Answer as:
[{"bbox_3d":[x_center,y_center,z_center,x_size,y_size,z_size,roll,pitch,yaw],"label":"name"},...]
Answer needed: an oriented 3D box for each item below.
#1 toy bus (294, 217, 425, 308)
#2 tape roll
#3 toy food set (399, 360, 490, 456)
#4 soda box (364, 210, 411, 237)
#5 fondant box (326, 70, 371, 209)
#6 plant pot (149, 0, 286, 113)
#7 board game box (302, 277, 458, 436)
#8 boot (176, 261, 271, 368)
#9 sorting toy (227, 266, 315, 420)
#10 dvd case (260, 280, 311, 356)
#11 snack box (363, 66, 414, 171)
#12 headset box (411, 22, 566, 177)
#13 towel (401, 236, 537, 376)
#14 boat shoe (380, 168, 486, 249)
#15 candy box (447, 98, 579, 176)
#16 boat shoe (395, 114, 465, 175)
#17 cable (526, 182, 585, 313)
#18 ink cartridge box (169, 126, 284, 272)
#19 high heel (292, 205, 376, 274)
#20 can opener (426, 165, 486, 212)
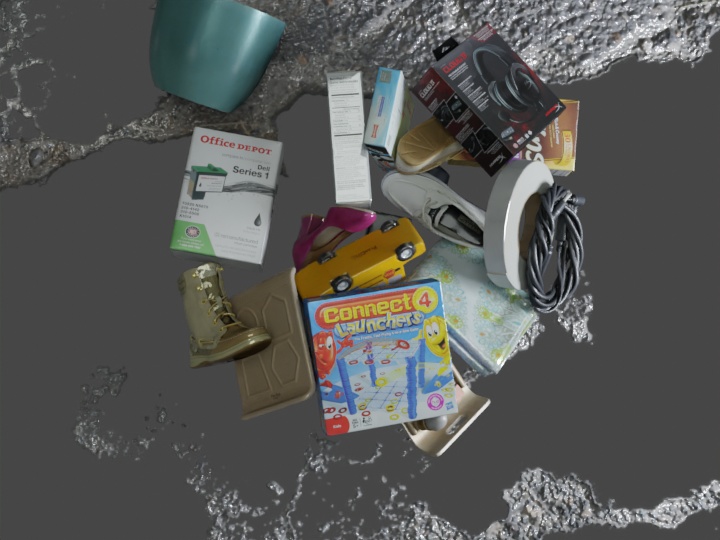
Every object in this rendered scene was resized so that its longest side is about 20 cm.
[{"bbox_3d":[0.000,0.000,1.603,0.200,0.078,0.065,-27,51,-7],"label":"toy bus"},{"bbox_3d":[0.247,-0.070,1.636,0.037,0.203,0.203,9,85,30],"label":"tape roll"},{"bbox_3d":[0.104,0.163,1.632,0.143,0.060,0.200,-40,103,-34],"label":"toy food set"},{"bbox_3d":[0.028,0.011,1.683,0.071,0.063,0.201,12,87,-2],"label":"soda box"},{"bbox_3d":[-0.018,-0.194,1.654,0.058,0.144,0.201,-3,86,-1],"label":"fondant box"},{"bbox_3d":[-0.233,-0.337,1.637,0.200,0.201,0.161,20,99,-1],"label":"plant pot"},{"bbox_3d":[0.029,0.123,1.546,0.199,0.056,0.196,-10,96,-8],"label":"board game box"},{"bbox_3d":[-0.212,0.061,1.615,0.073,0.200,0.156,-7,83,-35],"label":"boot"},{"bbox_3d":[-0.135,0.113,1.611,0.036,0.185,0.201,3,72,-40],"label":"sorting toy"},{"bbox_3d":[-0.079,0.106,1.652,0.199,0.025,0.151,10,86,24],"label":"dvd case"},{"bbox_3d":[0.046,-0.225,1.630,0.037,0.200,0.117,11,85,10],"label":"snack box"},{"bbox_3d":[0.188,-0.265,1.606,0.200,0.077,0.149,49,57,2],"label":"headset box"},{"bbox_3d":[0.172,0.047,1.648,0.200,0.048,0.171,44,47,-2],"label":"towel"},{"bbox_3d":[0.119,-0.090,1.637,0.200,0.066,0.072,33,111,1],"label":"boat shoe"},{"bbox_3d":[0.245,-0.221,1.712,0.199,0.056,0.117,5,86,-3],"label":"candy box"},{"bbox_3d":[0.131,-0.209,1.648,0.200,0.069,0.074,-29,78,-23],"label":"boat shoe"},{"bbox_3d":[0.304,-0.032,1.655,0.051,0.163,0.201,12,87,28],"label":"cable"},{"bbox_3d":[-0.206,-0.111,1.661,0.146,0.084,0.201,9,80,-3],"label":"ink cartridge box"},{"bbox_3d":[-0.043,-0.044,1.626,0.067,0.200,0.096,13,79,-37],"label":"high heel"},{"bbox_3d":[0.147,-0.108,1.695,0.200,0.063,0.079,33,93,0],"label":"can opener"}]
